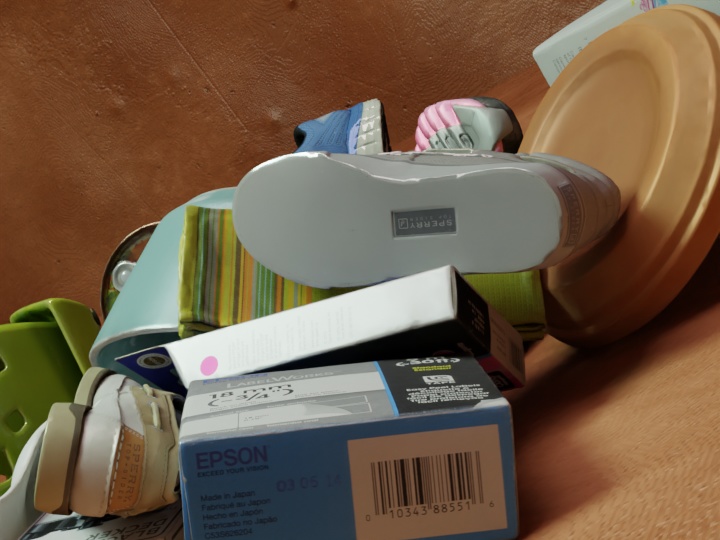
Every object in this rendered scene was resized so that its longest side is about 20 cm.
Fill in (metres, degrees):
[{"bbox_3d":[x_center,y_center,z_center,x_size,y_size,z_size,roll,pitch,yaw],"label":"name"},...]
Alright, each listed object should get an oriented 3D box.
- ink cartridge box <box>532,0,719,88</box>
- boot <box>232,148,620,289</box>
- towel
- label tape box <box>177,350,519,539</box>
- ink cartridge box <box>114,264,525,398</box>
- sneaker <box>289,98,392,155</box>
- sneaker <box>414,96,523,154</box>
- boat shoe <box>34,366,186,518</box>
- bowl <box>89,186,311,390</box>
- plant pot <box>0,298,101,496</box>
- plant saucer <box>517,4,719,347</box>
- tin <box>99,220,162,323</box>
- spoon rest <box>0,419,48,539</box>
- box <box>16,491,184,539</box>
[{"bbox_3d":[0.240,-0.132,1.025,0.144,0.146,0.199,-33,7,-32],"label":"ink cartridge box"},{"bbox_3d":[0.037,-0.029,0.882,0.198,0.074,0.095,5,7,28],"label":"boot"},{"bbox_3d":[0.000,0.000,0.908,0.198,0.087,0.018,1,-37,-5],"label":"towel"},{"bbox_3d":[-0.011,0.080,0.790,0.143,0.064,0.200,-6,7,-3],"label":"label tape box"},{"bbox_3d":[-0.021,0.052,0.874,0.198,0.037,0.095,-14,-29,23],"label":"ink cartridge box"},{"bbox_3d":[-0.020,-0.038,1.180,0.088,0.079,0.201,-8,42,7],"label":"sneaker"},{"bbox_3d":[0.084,-0.060,1.093,0.095,0.080,0.200,-14,-18,-15],"label":"sneaker"},{"bbox_3d":[-0.121,0.095,0.864,0.068,0.076,0.200,9,4,-3],"label":"boat shoe"},{"bbox_3d":[-0.056,0.019,1.002,0.200,0.199,0.106,-23,55,53],"label":"bowl"},{"bbox_3d":[-0.269,0.130,1.277,0.180,0.200,0.200,-28,5,-21],"label":"plant pot"},{"bbox_3d":[0.139,-0.058,0.930,0.200,0.037,0.202,-46,34,43],"label":"plant saucer"},{"bbox_3d":[-0.098,0.036,1.232,0.113,0.198,0.042,-68,-15,1],"label":"tin"},{"bbox_3d":[-0.191,0.140,0.947,0.060,0.100,0.199,-13,1,32],"label":"spoon rest"},{"bbox_3d":[-0.113,0.143,0.928,0.116,0.061,0.200,-14,13,19],"label":"box"}]
